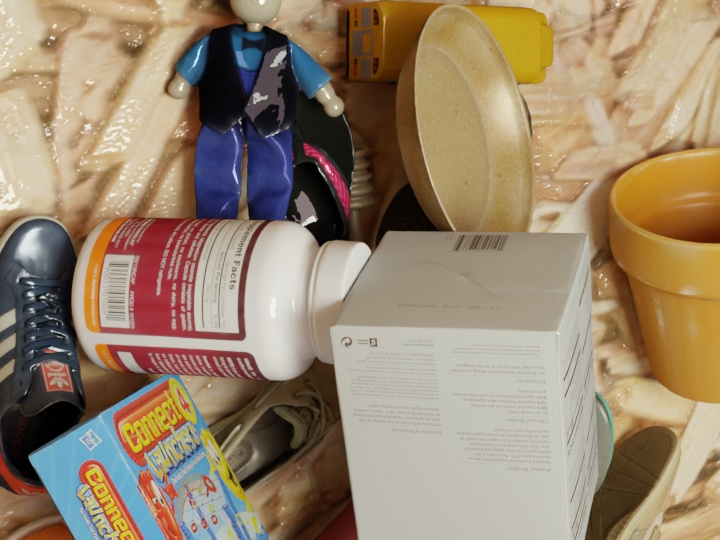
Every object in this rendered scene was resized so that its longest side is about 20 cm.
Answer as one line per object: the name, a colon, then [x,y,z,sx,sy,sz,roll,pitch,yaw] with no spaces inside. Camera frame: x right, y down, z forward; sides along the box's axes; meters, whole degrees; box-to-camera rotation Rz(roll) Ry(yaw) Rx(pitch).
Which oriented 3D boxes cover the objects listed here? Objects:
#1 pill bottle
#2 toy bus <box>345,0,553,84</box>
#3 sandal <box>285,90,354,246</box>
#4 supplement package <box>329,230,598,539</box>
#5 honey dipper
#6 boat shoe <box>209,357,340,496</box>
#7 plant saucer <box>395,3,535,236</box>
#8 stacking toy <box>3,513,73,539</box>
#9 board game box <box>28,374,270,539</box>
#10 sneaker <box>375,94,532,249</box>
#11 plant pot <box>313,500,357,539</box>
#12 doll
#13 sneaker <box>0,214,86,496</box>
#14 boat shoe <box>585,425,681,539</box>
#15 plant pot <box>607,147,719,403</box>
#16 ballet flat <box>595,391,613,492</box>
pill bottle: [-0.094,0.020,1.005,0.113,0.198,0.114,2,90,-73]
toy bus: [0.081,-0.188,1.174,0.198,0.078,0.066,-4,97,-31]
sandal: [-0.039,-0.053,1.117,0.074,0.045,0.202,-5,101,5]
supplement package: [0.080,0.094,0.981,0.151,0.150,0.202,-58,145,-59]
honey dipper: [0.000,0.000,1.168,0.038,0.038,0.202,-13,103,-30]
boat shoe: [-0.052,0.116,1.119,0.199,0.065,0.072,-37,110,-18]
plant saucer: [0.076,-0.101,1.081,0.200,0.035,0.202,25,61,-55]
stacking toy: [-0.181,0.259,0.982,0.145,0.199,0.148,-3,96,-31]
board game box: [-0.125,0.179,0.966,0.056,0.200,0.197,-29,91,8]
sneaker: [0.090,-0.062,1.192,0.200,0.070,0.076,-52,139,-22]
plant pot: [0.055,0.247,1.144,0.177,0.200,0.202,-31,110,-16]
doll: [-0.080,-0.124,1.073,0.135,0.048,0.202,1,89,1]
sneaker: [-0.224,0.062,1.004,0.074,0.084,0.202,1,94,-32]
boat shoe: [0.246,0.241,1.329,0.064,0.071,0.201,36,84,-35]
plant pot: [0.329,0.012,1.296,0.199,0.200,0.185,-23,122,-28]
ballet flat: [0.170,0.179,1.223,0.063,0.068,0.201,-23,147,-22]
